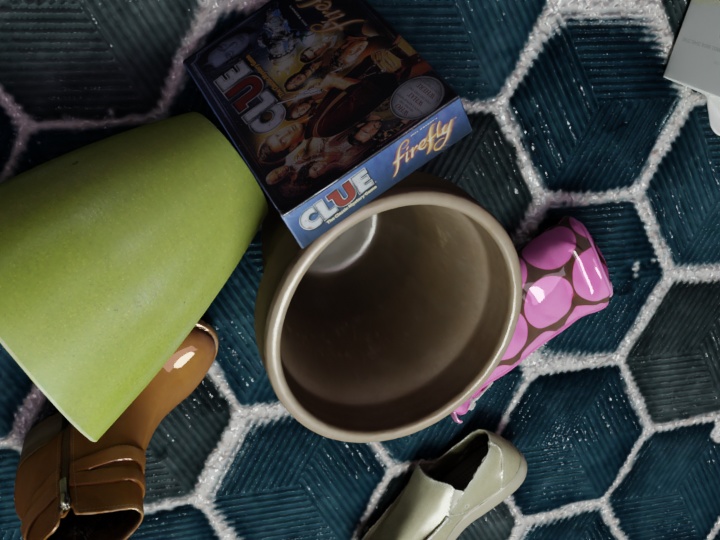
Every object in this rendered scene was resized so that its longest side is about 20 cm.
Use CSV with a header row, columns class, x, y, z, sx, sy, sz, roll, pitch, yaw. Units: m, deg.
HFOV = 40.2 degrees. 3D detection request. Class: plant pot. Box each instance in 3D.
class,x,y,z,sx,sy,sz,roll,pitch,yaw
plant pot,-0.170,-0.018,0.705,0.199,0.187,0.188,-40,121,-14
plant pot,0.000,0.000,0.754,0.197,0.175,0.203,-10,120,-18

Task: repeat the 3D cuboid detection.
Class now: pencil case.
class,x,y,z,sx,sy,sz,roll,pitch,yaw
pencil case,0.134,0.043,0.877,0.199,0.091,0.094,-36,85,1

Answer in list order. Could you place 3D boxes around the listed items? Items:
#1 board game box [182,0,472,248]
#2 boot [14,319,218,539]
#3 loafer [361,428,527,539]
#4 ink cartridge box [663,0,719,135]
class,x,y,z,sx,sy,sz,roll,pitch,yaw
board game box,-0.031,-0.122,0.679,0.135,0.201,0.035,-35,139,-1
boot,-0.184,0.131,0.762,0.198,0.155,0.077,-31,119,-4
loafer,0.068,0.221,0.942,0.199,0.076,0.069,-39,119,-11
ink cartridge box,0.358,-0.206,0.822,0.127,0.125,0.203,10,109,-23
